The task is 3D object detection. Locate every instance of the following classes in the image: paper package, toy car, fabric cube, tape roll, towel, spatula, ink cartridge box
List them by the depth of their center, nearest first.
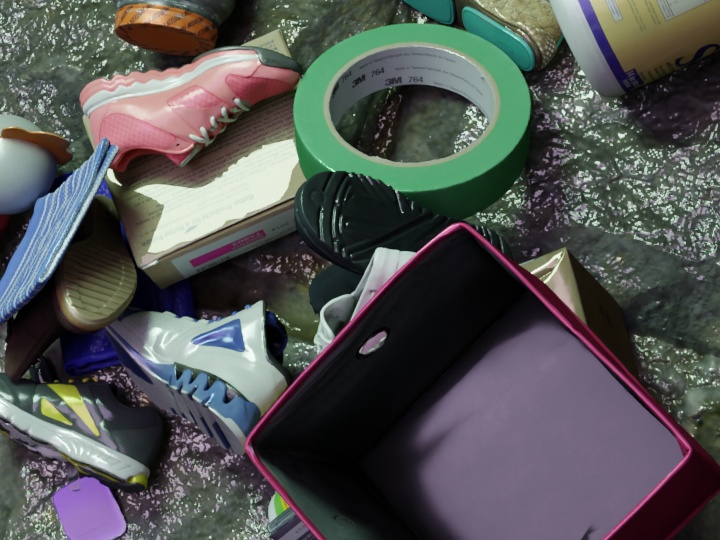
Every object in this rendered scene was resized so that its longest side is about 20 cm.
[{"bbox_3d":[0.087,0.118,0.920,0.196,0.199,0.200,-46,68,7],"label":"fabric cube"},{"bbox_3d":[0.153,0.099,1.115,0.103,0.200,0.191,-18,72,17],"label":"paper package"},{"bbox_3d":[0.044,-0.125,1.234,0.199,0.048,0.201,-1,50,2],"label":"tape roll"},{"bbox_3d":[-0.276,-0.028,1.273,0.200,0.024,0.145,-28,36,60],"label":"towel"},{"bbox_3d":[-0.127,-0.099,1.319,0.199,0.075,0.165,-23,71,-1],"label":"ink cartridge box"},{"bbox_3d":[-0.368,-0.096,1.383,0.199,0.177,0.185,-27,59,25],"label":"toy car"},{"bbox_3d":[-0.279,0.167,1.386,0.056,0.021,0.201,-25,67,0],"label":"spatula"},{"bbox_3d":[-0.234,-0.010,1.388,0.147,0.050,0.201,-15,74,19],"label":"towel"}]

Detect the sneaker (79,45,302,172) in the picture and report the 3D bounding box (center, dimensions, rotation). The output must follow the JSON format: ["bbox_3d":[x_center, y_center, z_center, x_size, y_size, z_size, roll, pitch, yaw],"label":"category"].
[{"bbox_3d":[-0.141,-0.134,1.266,0.199,0.074,0.087,-12,80,12],"label":"sneaker"}]

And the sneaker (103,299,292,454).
[{"bbox_3d":[-0.128,0.072,1.278,0.199,0.081,0.115,30,60,37],"label":"sneaker"}]

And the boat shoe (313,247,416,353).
[{"bbox_3d":[-0.001,0.043,1.105,0.200,0.067,0.074,-55,17,43],"label":"boat shoe"}]

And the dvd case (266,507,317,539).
[{"bbox_3d":[0.045,0.210,1.153,0.149,0.200,0.016,-40,33,12],"label":"dvd case"}]

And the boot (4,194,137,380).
[{"bbox_3d":[-0.264,0.041,1.293,0.167,0.072,0.200,-54,21,23],"label":"boot"}]

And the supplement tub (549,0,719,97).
[{"bbox_3d":[0.256,-0.241,1.168,0.199,0.145,0.146,-24,71,18],"label":"supplement tub"}]

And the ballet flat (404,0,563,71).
[{"bbox_3d":[0.100,-0.244,1.291,0.200,0.071,0.065,38,68,22],"label":"ballet flat"}]

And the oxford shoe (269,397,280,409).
[{"bbox_3d":[-0.007,0.112,1.250,0.199,0.073,0.072,-30,69,15],"label":"oxford shoe"}]

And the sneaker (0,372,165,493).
[{"bbox_3d":[-0.270,0.132,1.356,0.199,0.075,0.085,27,66,7],"label":"sneaker"}]

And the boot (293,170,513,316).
[{"bbox_3d":[0.000,0.000,1.179,0.168,0.199,0.077,-31,50,51],"label":"boot"}]

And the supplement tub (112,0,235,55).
[{"bbox_3d":[-0.170,-0.313,1.381,0.122,0.122,0.201,5,82,24],"label":"supplement tub"}]

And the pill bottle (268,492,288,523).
[{"bbox_3d":[0.023,0.154,1.190,0.111,0.111,0.200,47,110,24],"label":"pill bottle"}]
